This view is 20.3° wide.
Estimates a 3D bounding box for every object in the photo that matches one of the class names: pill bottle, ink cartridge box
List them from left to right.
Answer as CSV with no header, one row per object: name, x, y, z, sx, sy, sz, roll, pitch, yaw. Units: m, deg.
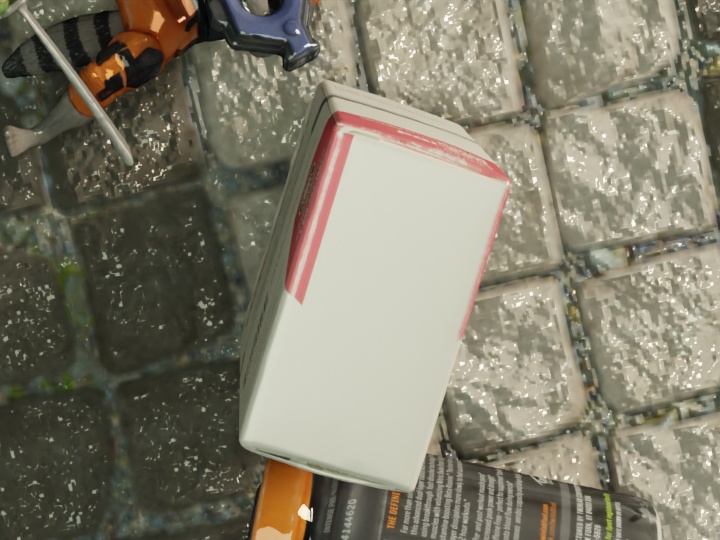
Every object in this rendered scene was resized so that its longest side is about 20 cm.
ink cartridge box,0.000,0.000,0.928,0.084,0.200,0.147,16,99,-8
pill bottle,0.042,0.146,0.999,0.198,0.106,0.107,12,99,-1

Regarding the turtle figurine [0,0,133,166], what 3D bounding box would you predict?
turtle figurine,-0.228,-0.127,0.893,0.143,0.199,0.196,-23,67,25

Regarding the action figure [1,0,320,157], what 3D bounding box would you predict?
action figure,-0.095,-0.159,0.976,0.192,0.105,0.202,-15,69,-3
